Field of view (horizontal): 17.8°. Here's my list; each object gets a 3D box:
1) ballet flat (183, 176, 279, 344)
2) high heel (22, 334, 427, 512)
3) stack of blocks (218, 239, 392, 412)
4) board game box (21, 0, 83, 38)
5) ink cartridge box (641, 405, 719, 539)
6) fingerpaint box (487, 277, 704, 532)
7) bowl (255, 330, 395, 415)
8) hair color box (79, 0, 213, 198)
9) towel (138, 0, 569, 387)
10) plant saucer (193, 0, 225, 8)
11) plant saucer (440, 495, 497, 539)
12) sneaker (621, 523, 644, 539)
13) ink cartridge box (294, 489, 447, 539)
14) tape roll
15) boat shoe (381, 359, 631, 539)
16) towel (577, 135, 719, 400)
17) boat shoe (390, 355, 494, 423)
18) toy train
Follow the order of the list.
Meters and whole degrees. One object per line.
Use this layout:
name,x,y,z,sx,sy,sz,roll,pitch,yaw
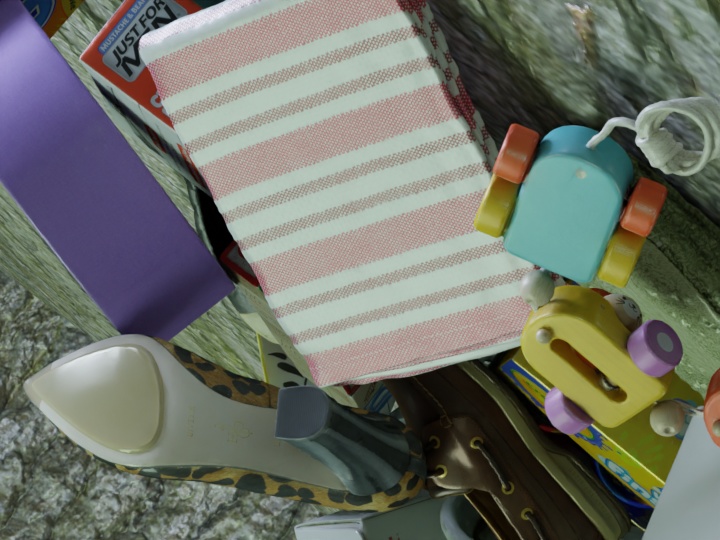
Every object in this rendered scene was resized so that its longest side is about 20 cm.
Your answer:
ballet flat,-0.075,-0.044,1.354,0.057,0.066,0.201,-79,-28,-69
high heel,-0.068,0.089,1.205,0.199,0.072,0.142,5,163,30
stack of blocks,0.000,0.000,1.311,0.058,0.115,0.200,36,170,21
board game box,-0.294,-0.192,1.292,0.199,0.200,0.200,37,170,14
ink cartridge box,0.207,0.189,1.051,0.147,0.201,0.144,24,178,-30
fingerpaint box,0.165,0.093,1.239,0.200,0.073,0.167,39,170,1
bowl,-0.016,0.036,1.496,0.201,0.094,0.202,-11,-90,-89
hair color box,-0.040,-0.056,1.165,0.200,0.064,0.111,36,172,11
towel,-0.001,-0.043,1.047,0.146,0.030,0.201,-16,111,33
plant saucer,-0.061,-0.149,1.112,0.200,0.036,0.200,38,170,8
plant saucer,0.146,0.176,1.399,0.199,0.051,0.200,4,-165,-1
sneaker,0.149,0.113,1.358,0.199,0.073,0.071,14,121,18
ink cartridge box,0.068,0.210,1.511,0.083,0.199,0.148,-10,92,54
tape roll,-0.152,-0.051,1.243,0.200,0.066,0.200,53,178,3
boat shoe,0.057,0.093,1.235,0.200,0.068,0.072,45,171,-10
towel,0.146,0.011,1.059,0.200,0.037,0.148,42,171,-10
boat shoe,0.092,0.086,1.482,0.074,0.068,0.199,47,144,-13
toy train,0.133,0.004,0.958,0.149,0.056,0.201,-10,123,29
